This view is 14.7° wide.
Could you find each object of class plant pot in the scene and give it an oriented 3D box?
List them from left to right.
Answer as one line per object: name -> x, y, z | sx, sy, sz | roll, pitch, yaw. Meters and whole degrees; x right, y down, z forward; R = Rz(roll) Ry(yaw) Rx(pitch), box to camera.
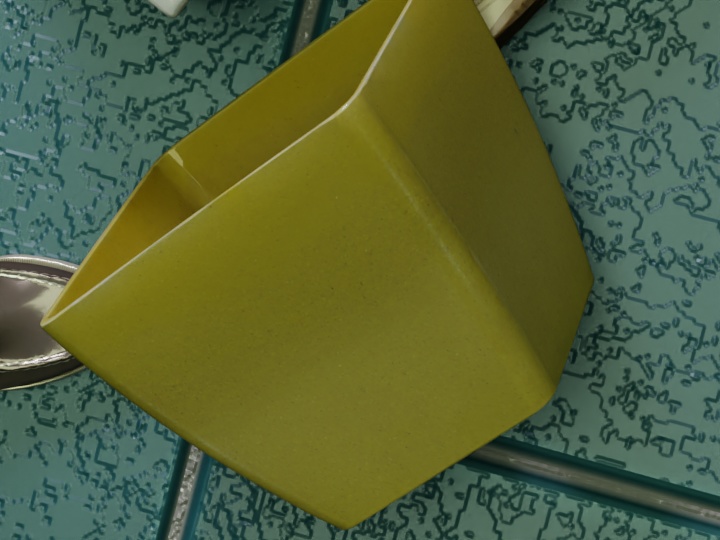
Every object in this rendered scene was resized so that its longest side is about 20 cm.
plant pot -> 0.000, 0.000, 1.339 | 0.200, 0.200, 0.177 | -34, 103, 27

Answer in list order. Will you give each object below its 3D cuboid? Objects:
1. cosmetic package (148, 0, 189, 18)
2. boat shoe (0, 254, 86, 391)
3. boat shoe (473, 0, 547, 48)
cosmetic package -> -0.091, -0.256, 1.365 | 0.165, 0.165, 0.200 | 40, 94, -10
boat shoe -> -0.223, 0.026, 1.450 | 0.199, 0.060, 0.072 | 2, 89, 8
boat shoe -> 0.078, -0.173, 1.407 | 0.200, 0.072, 0.072 | -45, 85, 11
